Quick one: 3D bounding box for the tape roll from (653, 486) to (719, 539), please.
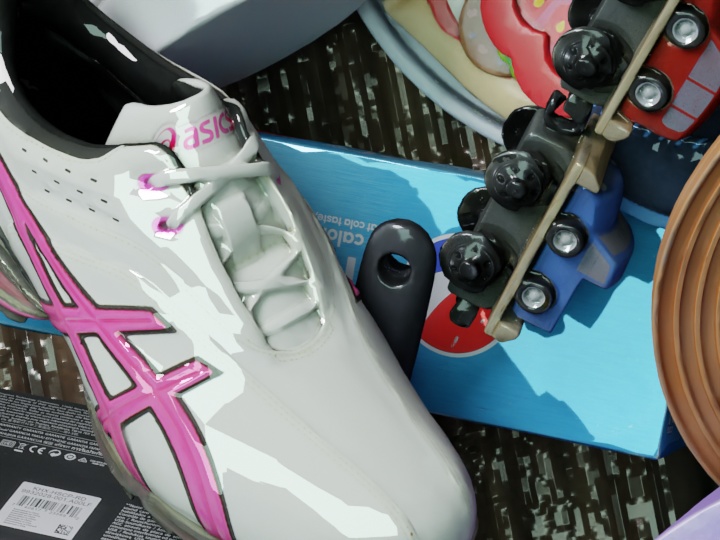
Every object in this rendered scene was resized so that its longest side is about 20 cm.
[{"bbox_3d":[0.141,0.142,0.741,0.199,0.085,0.202,1,92,16],"label":"tape roll"}]

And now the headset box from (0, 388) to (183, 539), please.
[{"bbox_3d":[-0.079,0.142,0.831,0.148,0.075,0.201,10,119,16],"label":"headset box"}]

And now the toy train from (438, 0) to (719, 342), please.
[{"bbox_3d":[0.074,-0.058,0.735,0.046,0.034,0.201,27,123,-2],"label":"toy train"}]

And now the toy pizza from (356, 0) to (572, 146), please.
[{"bbox_3d":[0.079,-0.128,0.838,0.199,0.032,0.202,0,90,16],"label":"toy pizza"}]

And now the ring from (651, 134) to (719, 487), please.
[{"bbox_3d":[0.173,0.005,0.763,0.199,0.019,0.201,1,130,1],"label":"ring"}]

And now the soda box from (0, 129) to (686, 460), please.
[{"bbox_3d":[0.000,0.000,0.844,0.199,0.064,0.068,11,94,16],"label":"soda box"}]

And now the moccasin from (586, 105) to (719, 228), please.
[{"bbox_3d":[0.156,-0.048,0.782,0.198,0.081,0.068,1,134,-1],"label":"moccasin"}]

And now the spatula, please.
[{"bbox_3d":[-0.003,0.066,0.823,0.056,0.021,0.201,20,131,10],"label":"spatula"}]

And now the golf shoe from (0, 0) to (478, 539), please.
[{"bbox_3d":[-0.044,0.002,0.751,0.200,0.072,0.092,43,145,23],"label":"golf shoe"}]

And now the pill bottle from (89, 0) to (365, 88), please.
[{"bbox_3d":[-0.073,-0.154,0.837,0.112,0.112,0.201,-28,82,14],"label":"pill bottle"}]
